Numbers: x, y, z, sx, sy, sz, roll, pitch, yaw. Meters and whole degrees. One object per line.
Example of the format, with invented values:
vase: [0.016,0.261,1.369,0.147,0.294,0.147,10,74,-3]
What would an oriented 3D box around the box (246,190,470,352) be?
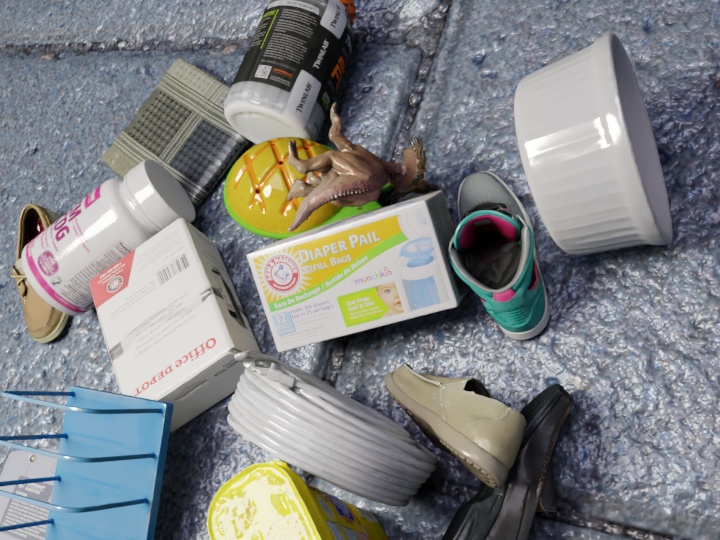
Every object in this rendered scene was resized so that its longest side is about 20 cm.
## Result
box: [0.000,0.000,0.868,0.199,0.101,0.113,-17,96,18]

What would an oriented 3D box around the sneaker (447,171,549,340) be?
sneaker: [0.129,-0.039,0.839,0.083,0.121,0.201,-22,58,13]

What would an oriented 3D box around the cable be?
cable: [-0.026,0.151,0.775,0.199,0.200,0.069,28,84,11]

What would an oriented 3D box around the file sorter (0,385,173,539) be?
file sorter: [-0.294,0.224,0.841,0.138,0.123,0.201,5,84,26]

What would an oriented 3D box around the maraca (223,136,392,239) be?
maraca: [-0.062,-0.093,0.969,0.199,0.107,0.138,7,65,11]

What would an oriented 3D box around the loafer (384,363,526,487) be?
loafer: [0.090,0.131,0.776,0.068,0.076,0.200,-43,28,-8]

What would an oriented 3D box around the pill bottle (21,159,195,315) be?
pill bottle: [-0.313,-0.043,1.046,0.200,0.113,0.114,-36,56,10]

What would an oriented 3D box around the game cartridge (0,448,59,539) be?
game cartridge: [-0.345,0.278,0.960,0.199,0.042,0.134,7,65,28]

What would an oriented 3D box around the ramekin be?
ramekin: [0.221,-0.111,0.791,0.097,0.200,0.201,-15,60,27]

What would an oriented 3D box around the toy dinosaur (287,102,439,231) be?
toy dinosaur: [0.003,-0.097,0.862,0.135,0.086,0.200,22,34,13]

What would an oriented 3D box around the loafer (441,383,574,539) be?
loafer: [0.146,0.198,0.758,0.072,0.073,0.200,33,79,4]

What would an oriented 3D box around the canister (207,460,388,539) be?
canister: [-0.031,0.259,0.722,0.086,0.200,0.149,-36,56,5]

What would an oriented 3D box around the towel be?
towel: [-0.241,-0.182,1.143,0.200,0.035,0.193,35,87,31]

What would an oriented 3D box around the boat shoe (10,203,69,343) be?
boat shoe: [-0.434,0.001,1.117,0.074,0.066,0.201,-23,59,14]

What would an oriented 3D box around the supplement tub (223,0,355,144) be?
supplement tub: [-0.082,-0.259,1.045,0.122,0.123,0.201,11,72,29]

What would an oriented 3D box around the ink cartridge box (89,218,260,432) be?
ink cartridge box: [-0.215,0.064,0.974,0.146,0.083,0.200,-33,57,8]
